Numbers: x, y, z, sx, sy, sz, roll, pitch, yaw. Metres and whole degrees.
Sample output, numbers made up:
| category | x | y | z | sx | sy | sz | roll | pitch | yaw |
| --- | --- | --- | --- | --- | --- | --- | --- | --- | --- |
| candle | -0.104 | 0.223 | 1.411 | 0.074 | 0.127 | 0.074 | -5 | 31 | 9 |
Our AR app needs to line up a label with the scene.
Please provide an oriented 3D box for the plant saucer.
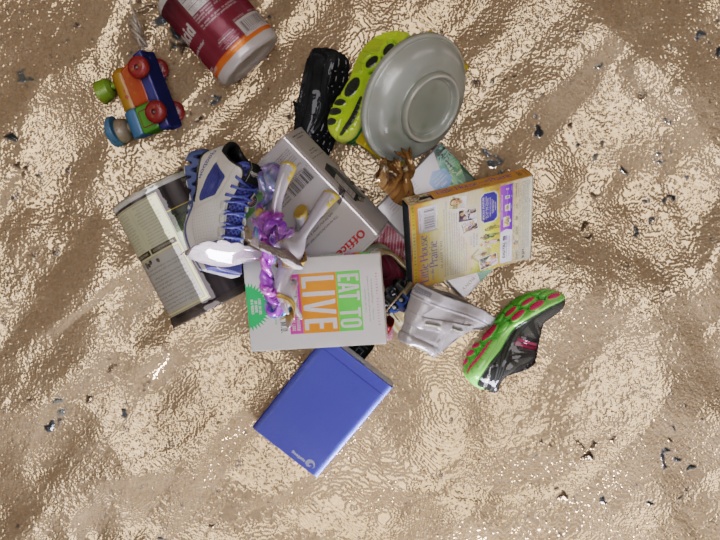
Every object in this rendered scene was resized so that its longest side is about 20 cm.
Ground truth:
| category | x | y | z | sx | sy | sz | roll | pitch | yaw |
| --- | --- | --- | --- | --- | --- | --- | --- | --- | --- |
| plant saucer | 0.092 | -0.247 | 1.390 | 0.050 | 0.200 | 0.201 | 39 | 94 | 41 |

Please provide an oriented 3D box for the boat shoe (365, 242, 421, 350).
| category | x | y | z | sx | sy | sz | roll | pitch | yaw |
| --- | --- | --- | --- | --- | --- | --- | --- | --- | --- |
| boat shoe | 0.070 | 0.048 | 1.451 | 0.074 | 0.066 | 0.200 | -40 | 105 | -8 |

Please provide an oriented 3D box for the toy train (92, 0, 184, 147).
| category | x | y | z | sx | sy | sz | roll | pitch | yaw |
| --- | --- | --- | --- | --- | --- | --- | --- | --- | --- |
| toy train | -0.361 | -0.297 | 1.442 | 0.115 | 0.085 | 0.201 | -20 | 94 | 15 |

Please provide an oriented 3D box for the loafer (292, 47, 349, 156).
| category | x | y | z | sx | sy | sz | roll | pitch | yaw |
| --- | --- | --- | --- | --- | --- | --- | --- | --- | --- |
| loafer | -0.072 | -0.243 | 1.453 | 0.070 | 0.068 | 0.202 | 24 | 105 | 37 |

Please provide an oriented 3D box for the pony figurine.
| category | x | y | z | sx | sy | sz | roll | pitch | yaw |
| --- | --- | --- | --- | --- | --- | --- | --- | --- | --- |
| pony figurine | -0.118 | -0.040 | 1.268 | 0.166 | 0.193 | 0.201 | 3 | 72 | 37 |

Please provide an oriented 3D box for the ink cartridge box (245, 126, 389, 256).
| category | x | y | z | sx | sy | sz | roll | pitch | yaw |
| --- | --- | --- | --- | --- | --- | --- | --- | --- | --- |
| ink cartridge box | -0.079 | -0.089 | 1.408 | 0.145 | 0.084 | 0.200 | -42 | 94 | 21 |

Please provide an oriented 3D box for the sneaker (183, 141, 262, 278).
| category | x | y | z | sx | sy | sz | roll | pitch | yaw |
| --- | --- | --- | --- | --- | --- | --- | --- | --- | --- |
| sneaker | -0.187 | -0.099 | 1.327 | 0.115 | 0.080 | 0.201 | -21 | 69 | 36 |

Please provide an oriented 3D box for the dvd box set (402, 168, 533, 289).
| category | x | y | z | sx | sy | sz | roll | pitch | yaw |
| --- | --- | --- | --- | --- | --- | --- | --- | --- | --- |
| dvd box set | 0.160 | -0.061 | 1.392 | 0.199 | 0.029 | 0.147 | -15 | 124 | -14 |

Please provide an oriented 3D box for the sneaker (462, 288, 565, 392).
| category | x | y | z | sx | sy | sz | roll | pitch | yaw |
| --- | --- | --- | --- | --- | --- | --- | --- | --- | --- |
| sneaker | 0.247 | 0.109 | 1.476 | 0.200 | 0.077 | 0.084 | -46 | 111 | 5 |

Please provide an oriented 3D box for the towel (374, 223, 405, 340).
| category | x | y | z | sx | sy | sz | roll | pitch | yaw |
| --- | --- | --- | --- | --- | --- | --- | --- | --- | --- |
| towel | 0.000 | 0.000 | 1.485 | 0.143 | 0.023 | 0.201 | 11 | 94 | -2 |

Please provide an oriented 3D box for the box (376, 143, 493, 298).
| category | x | y | z | sx | sy | sz | roll | pitch | yaw |
| --- | --- | --- | --- | --- | --- | --- | --- | --- | --- |
| box | 0.141 | -0.076 | 1.465 | 0.200 | 0.036 | 0.144 | 45 | 88 | -6 |

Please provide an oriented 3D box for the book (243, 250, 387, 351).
| category | x | y | z | sx | sy | sz | roll | pitch | yaw |
| --- | --- | --- | --- | --- | --- | --- | --- | --- | --- |
| book | -0.065 | 0.044 | 1.368 | 0.199 | 0.048 | 0.134 | -4 | 98 | 5 |

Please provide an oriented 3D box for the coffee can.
| category | x | y | z | sx | sy | sz | roll | pitch | yaw |
| --- | --- | --- | --- | --- | --- | --- | --- | --- | --- |
| coffee can | -0.263 | -0.035 | 1.420 | 0.146 | 0.146 | 0.201 | -27 | 93 | 2 |

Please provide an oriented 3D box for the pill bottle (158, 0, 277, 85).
| category | x | y | z | sx | sy | sz | roll | pitch | yaw |
| --- | --- | --- | --- | --- | --- | --- | --- | --- | --- |
| pill bottle | -0.230 | -0.389 | 1.413 | 0.114 | 0.114 | 0.200 | -41 | 92 | 3 |

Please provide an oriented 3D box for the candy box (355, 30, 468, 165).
| category | x | y | z | sx | sy | sz | roll | pitch | yaw |
| --- | --- | --- | --- | --- | --- | --- | --- | --- | --- |
| candy box | 0.081 | -0.255 | 1.434 | 0.026 | 0.102 | 0.200 | 37 | 94 | 37 |

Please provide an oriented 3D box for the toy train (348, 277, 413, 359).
| category | x | y | z | sx | sy | sz | roll | pitch | yaw |
| --- | --- | --- | --- | --- | --- | --- | --- | --- | --- |
| toy train | 0.026 | 0.081 | 1.432 | 0.046 | 0.034 | 0.200 | 39 | 129 | 3 |

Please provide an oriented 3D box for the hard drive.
| category | x | y | z | sx | sy | sz | roll | pitch | yaw |
| --- | --- | --- | --- | --- | --- | --- | --- | --- | --- |
| hard drive | -0.060 | 0.212 | 1.475 | 0.132 | 0.025 | 0.200 | 38 | 106 | -2 |

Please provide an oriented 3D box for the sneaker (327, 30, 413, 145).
| category | x | y | z | sx | sy | sz | roll | pitch | yaw |
| --- | --- | --- | --- | --- | --- | --- | --- | --- | --- |
| sneaker | 0.019 | -0.280 | 1.439 | 0.074 | 0.084 | 0.200 | 35 | 89 | 18 |

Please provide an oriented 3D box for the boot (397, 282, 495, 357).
| category | x | y | z | sx | sy | sz | roll | pitch | yaw |
| --- | --- | --- | --- | --- | --- | --- | --- | --- | --- |
| boot | 0.126 | 0.085 | 1.421 | 0.073 | 0.200 | 0.096 | 28 | 96 | 41 |

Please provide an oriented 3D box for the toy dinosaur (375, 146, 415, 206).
| category | x | y | z | sx | sy | sz | roll | pitch | yaw |
| --- | --- | --- | --- | --- | --- | --- | --- | --- | --- |
| toy dinosaur | 0.064 | -0.118 | 1.399 | 0.060 | 0.200 | 0.107 | -15 | 63 | 30 |
